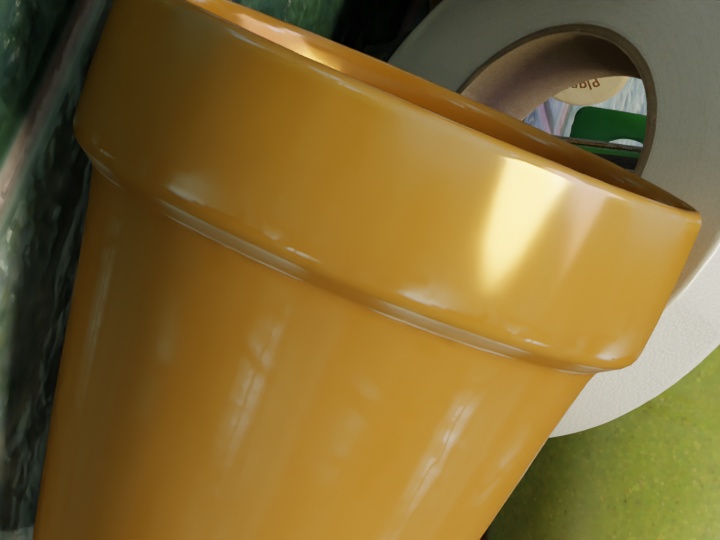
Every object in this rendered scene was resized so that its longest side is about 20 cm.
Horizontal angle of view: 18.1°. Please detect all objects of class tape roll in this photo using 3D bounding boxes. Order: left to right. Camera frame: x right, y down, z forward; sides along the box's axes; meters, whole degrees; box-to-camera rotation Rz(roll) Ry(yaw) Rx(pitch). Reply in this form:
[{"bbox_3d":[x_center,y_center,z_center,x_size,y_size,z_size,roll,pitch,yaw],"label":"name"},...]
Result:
[{"bbox_3d":[0.074,-0.036,0.840,0.037,0.202,0.204,35,63,-42],"label":"tape roll"}]

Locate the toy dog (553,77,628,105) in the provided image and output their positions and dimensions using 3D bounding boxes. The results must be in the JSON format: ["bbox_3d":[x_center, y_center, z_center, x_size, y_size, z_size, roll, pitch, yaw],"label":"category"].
[{"bbox_3d":[0.122,-0.168,1.017,0.201,0.096,0.133,77,16,-48],"label":"toy dog"}]

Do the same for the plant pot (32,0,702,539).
[{"bbox_3d":[-0.017,0.026,0.728,0.184,0.199,0.200,-67,161,7],"label":"plant pot"}]

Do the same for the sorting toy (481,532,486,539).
[{"bbox_3d":[0.110,0.062,1.015,0.036,0.198,0.187,-170,-106,-80],"label":"sorting toy"}]

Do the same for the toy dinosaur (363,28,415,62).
[{"bbox_3d":[0.000,0.000,0.938,0.088,0.047,0.201,43,55,-47],"label":"toy dinosaur"}]

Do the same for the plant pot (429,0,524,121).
[{"bbox_3d":[0.057,-0.143,1.002,0.200,0.027,0.202,0,90,-80],"label":"plant pot"}]

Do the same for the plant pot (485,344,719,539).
[{"bbox_3d":[0.126,0.109,0.904,0.200,0.199,0.186,19,86,-69],"label":"plant pot"}]

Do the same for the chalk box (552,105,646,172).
[{"bbox_3d":[0.117,0.012,1.147,0.124,0.124,0.201,62,42,-57],"label":"chalk box"}]
